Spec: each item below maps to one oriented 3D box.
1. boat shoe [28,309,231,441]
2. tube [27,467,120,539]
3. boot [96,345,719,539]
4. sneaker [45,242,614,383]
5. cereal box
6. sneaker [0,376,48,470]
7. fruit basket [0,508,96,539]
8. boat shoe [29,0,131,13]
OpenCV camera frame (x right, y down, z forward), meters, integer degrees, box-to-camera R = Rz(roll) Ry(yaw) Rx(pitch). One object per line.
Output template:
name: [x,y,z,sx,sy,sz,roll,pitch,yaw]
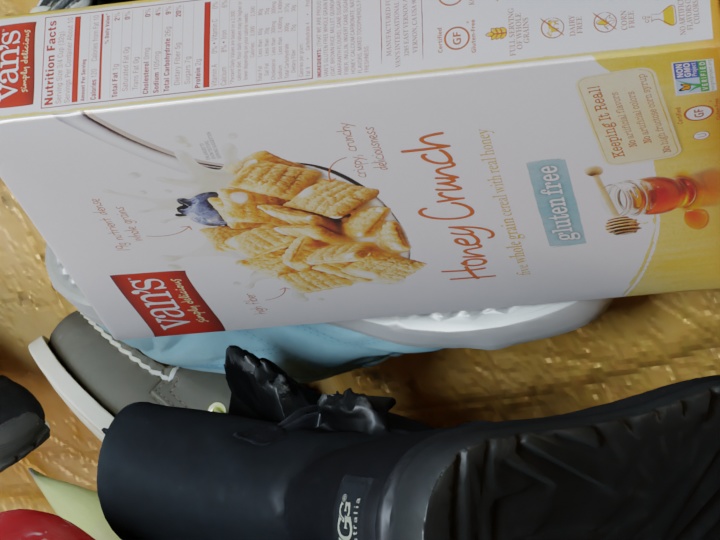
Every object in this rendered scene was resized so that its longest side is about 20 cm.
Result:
boat shoe: [-0.035,0.067,0.920,0.201,0.060,0.072,36,178,29]
tube: [-0.048,0.127,0.922,0.200,0.052,0.058,37,145,50]
boot: [0.038,0.064,0.805,0.168,0.199,0.077,7,97,52]
sneaker: [0.000,0.000,0.853,0.199,0.074,0.082,4,158,28]
cereal box: [0.007,-0.031,0.727,0.198,0.040,0.144,-6,154,10]
sneaker: [-0.200,0.035,0.994,0.199,0.076,0.088,4,116,46]
fruit basket: [-0.073,0.124,0.758,0.199,0.094,0.185,18,169,24]
boat shoe: [-0.070,-0.073,0.808,0.200,0.071,0.073,-16,94,58]
